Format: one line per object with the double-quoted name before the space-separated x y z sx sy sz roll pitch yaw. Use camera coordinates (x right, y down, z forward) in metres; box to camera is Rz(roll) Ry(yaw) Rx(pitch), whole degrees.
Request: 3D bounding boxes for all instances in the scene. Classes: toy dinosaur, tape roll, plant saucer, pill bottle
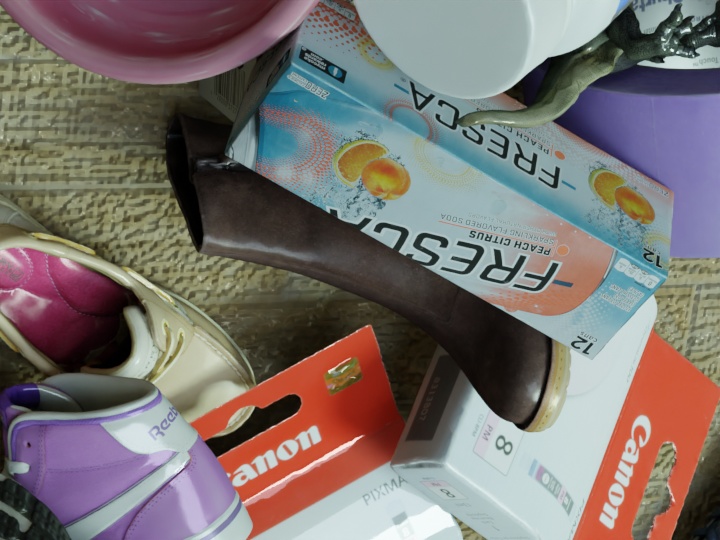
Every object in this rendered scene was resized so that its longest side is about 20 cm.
"toy dinosaur" 0.119 -0.106 1.175 0.200 0.088 0.047 -51 130 -54
"tape roll" 0.181 -0.085 1.260 0.200 0.200 0.085 -17 116 -19
"plant saucer" -0.087 -0.184 1.125 0.051 0.200 0.201 -29 131 -64
"pill bottle" 0.088 -0.165 1.133 0.200 0.114 0.114 -44 127 -39

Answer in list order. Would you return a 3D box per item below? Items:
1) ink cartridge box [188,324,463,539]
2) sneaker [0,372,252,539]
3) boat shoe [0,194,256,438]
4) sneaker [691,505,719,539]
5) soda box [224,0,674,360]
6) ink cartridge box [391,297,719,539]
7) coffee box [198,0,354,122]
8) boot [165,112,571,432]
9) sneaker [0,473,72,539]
"ink cartridge box" -0.031 0.145 1.311 0.163 0.057 0.200 -29 138 -13
"sneaker" -0.160 0.110 1.221 0.200 0.073 0.114 -25 109 21
"boat shoe" -0.124 0.034 1.234 0.200 0.069 0.074 32 93 -32
"sneaker" 0.225 0.132 1.454 0.200 0.070 0.082 -33 103 -14
"soda box" 0.043 -0.043 1.152 0.200 0.068 0.064 29 128 -12
"ink cartridge box" 0.121 0.079 1.340 0.200 0.057 0.163 36 64 -28
"coffee box" -0.009 -0.172 1.204 0.113 0.080 0.200 -5 111 -23
"boot" 0.000 0.000 1.214 0.166 0.200 0.072 4 130 -24
"sneaker" -0.217 0.138 1.194 0.089 0.200 0.077 74 29 -48
